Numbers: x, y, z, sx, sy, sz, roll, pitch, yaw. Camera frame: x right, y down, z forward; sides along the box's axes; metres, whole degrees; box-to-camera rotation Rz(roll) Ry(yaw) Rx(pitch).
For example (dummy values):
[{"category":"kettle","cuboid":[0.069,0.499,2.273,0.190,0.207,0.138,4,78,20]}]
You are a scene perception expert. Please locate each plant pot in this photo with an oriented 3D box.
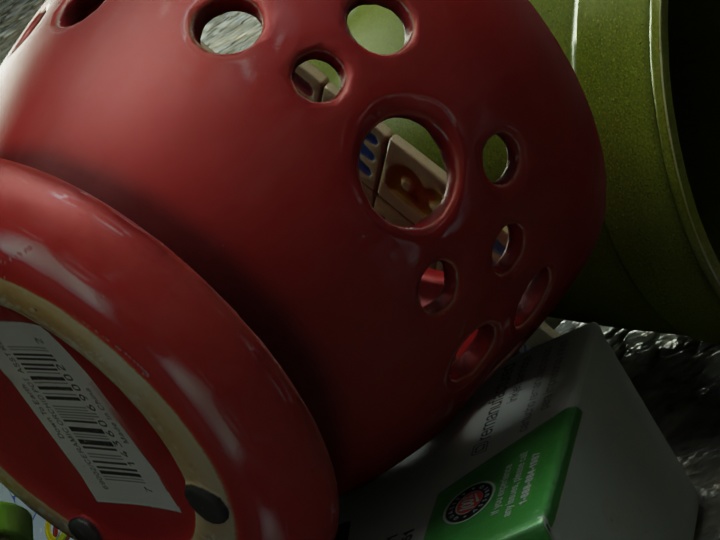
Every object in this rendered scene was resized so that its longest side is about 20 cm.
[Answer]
[{"category":"plant pot","cuboid":[0.084,-0.062,0.902,0.192,0.201,0.200,-6,29,36]},{"category":"plant pot","cuboid":[-0.047,-0.009,0.752,0.200,0.201,0.183,-8,34,54]}]

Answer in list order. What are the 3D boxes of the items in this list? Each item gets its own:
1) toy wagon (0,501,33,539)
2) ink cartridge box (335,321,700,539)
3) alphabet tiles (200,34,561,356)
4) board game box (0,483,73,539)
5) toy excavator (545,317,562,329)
[{"category":"toy wagon","cuboid":[-0.137,0.178,0.774,0.039,0.156,0.200,3,-30,-18]},{"category":"ink cartridge box","cuboid":[0.007,0.117,0.785,0.199,0.083,0.147,-26,17,22]},{"category":"alphabet tiles","cuboid":[0.000,0.000,0.900,0.006,0.200,0.167,-38,-22,-31]},{"category":"board game box","cuboid":[-0.166,0.051,0.906,0.056,0.195,0.201,76,-154,-79]},{"category":"toy excavator","cuboid":[0.105,-0.025,1.026,0.194,0.100,0.200,-22,27,35]}]
